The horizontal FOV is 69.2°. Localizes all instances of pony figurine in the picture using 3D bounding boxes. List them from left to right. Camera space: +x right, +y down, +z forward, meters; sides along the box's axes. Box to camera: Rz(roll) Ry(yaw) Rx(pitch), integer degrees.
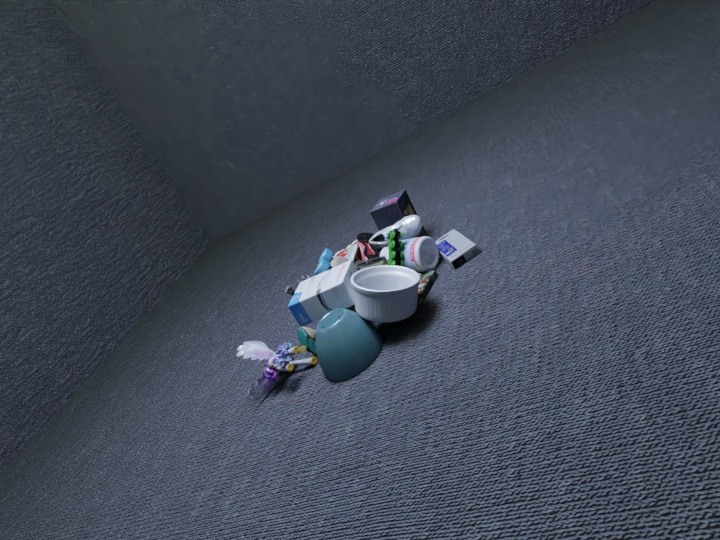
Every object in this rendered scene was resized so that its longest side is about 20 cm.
[{"bbox_3d":[-0.256,0.283,1.581,0.197,0.172,0.190,-18,-8,41],"label":"pony figurine"}]

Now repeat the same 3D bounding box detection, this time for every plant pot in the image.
[{"bbox_3d":[-0.050,0.188,1.467,0.196,0.137,0.201,-28,21,11],"label":"plant pot"}]

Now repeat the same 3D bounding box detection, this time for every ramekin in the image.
[{"bbox_3d":[0.071,0.065,1.464,0.193,0.101,0.201,-3,20,1],"label":"ramekin"}]

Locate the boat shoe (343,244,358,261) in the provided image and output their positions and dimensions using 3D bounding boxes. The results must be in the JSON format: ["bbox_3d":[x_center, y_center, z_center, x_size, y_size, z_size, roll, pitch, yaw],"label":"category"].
[{"bbox_3d":[-0.068,-0.014,1.926,0.070,0.070,0.205,98,-166,-71],"label":"boat shoe"}]

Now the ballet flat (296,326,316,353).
[{"bbox_3d":[-0.144,0.223,1.656,0.061,0.070,0.199,-10,15,-24],"label":"ballet flat"}]

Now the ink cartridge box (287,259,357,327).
[{"bbox_3d":[-0.102,0.068,1.566,0.196,0.086,0.146,-23,21,22],"label":"ink cartridge box"}]

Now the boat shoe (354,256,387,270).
[{"bbox_3d":[0.000,0.000,1.702,0.194,0.066,0.074,-10,-27,-14],"label":"boat shoe"}]

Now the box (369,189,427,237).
[{"bbox_3d":[0.139,-0.161,1.859,0.120,0.203,0.106,-16,22,35],"label":"box"}]

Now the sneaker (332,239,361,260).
[{"bbox_3d":[-0.035,-0.054,2.009,0.200,0.078,0.084,-45,27,-19],"label":"sneaker"}]

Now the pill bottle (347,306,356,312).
[{"bbox_3d":[-0.020,0.092,1.663,0.196,0.113,0.112,-26,21,17],"label":"pill bottle"}]

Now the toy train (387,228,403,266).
[{"bbox_3d":[0.108,-0.030,1.662,0.041,0.207,0.056,-2,1,-28],"label":"toy train"}]

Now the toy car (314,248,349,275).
[{"bbox_3d":[-0.097,0.068,1.818,0.202,0.181,0.178,-56,10,23],"label":"toy car"}]

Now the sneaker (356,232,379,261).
[{"bbox_3d":[0.023,-0.065,1.941,0.071,0.089,0.203,-1,38,-8],"label":"sneaker"}]

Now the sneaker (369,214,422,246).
[{"bbox_3d":[0.116,-0.124,1.759,0.197,0.077,0.088,-24,-5,34],"label":"sneaker"}]

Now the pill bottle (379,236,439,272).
[{"bbox_3d":[0.156,-0.047,1.716,0.197,0.110,0.109,-6,32,51],"label":"pill bottle"}]

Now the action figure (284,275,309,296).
[{"bbox_3d":[-0.223,0.077,2.015,0.118,0.102,0.201,-40,20,13],"label":"action figure"}]

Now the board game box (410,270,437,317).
[{"bbox_3d":[0.155,0.074,1.577,0.103,0.024,0.201,-17,26,41],"label":"board game box"}]

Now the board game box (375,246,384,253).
[{"bbox_3d":[0.123,-0.114,2.024,0.197,0.029,0.136,-33,20,3],"label":"board game box"}]

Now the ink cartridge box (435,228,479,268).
[{"bbox_3d":[0.299,-0.073,1.669,0.093,0.038,0.201,-33,23,2],"label":"ink cartridge box"}]
